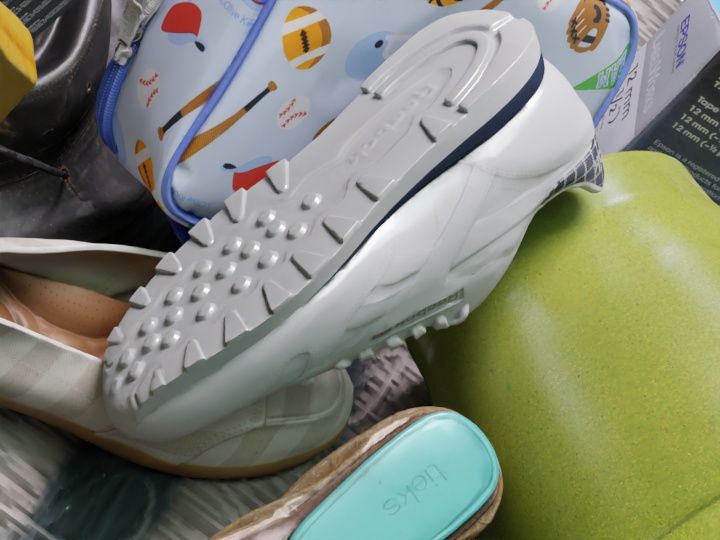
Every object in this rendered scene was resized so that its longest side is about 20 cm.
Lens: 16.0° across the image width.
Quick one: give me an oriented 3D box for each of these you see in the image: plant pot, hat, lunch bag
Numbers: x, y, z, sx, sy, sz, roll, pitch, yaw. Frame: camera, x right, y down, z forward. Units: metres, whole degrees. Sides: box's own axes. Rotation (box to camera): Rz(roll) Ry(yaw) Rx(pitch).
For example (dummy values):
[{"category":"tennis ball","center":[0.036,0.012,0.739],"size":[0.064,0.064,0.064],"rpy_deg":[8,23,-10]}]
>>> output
[{"category":"plant pot","center":[0.115,0.066,0.955],"size":[0.200,0.201,0.193],"rpy_deg":[-11,57,-37]},{"category":"hat","center":[-0.138,-0.096,0.950],"size":[0.200,0.081,0.201],"rpy_deg":[16,54,-23]},{"category":"lunch bag","center":[0.000,-0.072,0.959],"size":[0.200,0.161,0.076],"rpy_deg":[17,24,-44]}]

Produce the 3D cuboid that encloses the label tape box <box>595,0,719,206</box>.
[{"category":"label tape box","center":[0.174,-0.043,1.037],"size":[0.143,0.200,0.066],"rpy_deg":[28,45,-15]}]

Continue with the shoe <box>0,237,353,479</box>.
[{"category":"shoe","center":[-0.081,0.029,0.923],"size":[0.199,0.053,0.070],"rpy_deg":[14,57,-31]}]

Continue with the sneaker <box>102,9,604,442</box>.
[{"category":"sneaker","center":[0.000,0.000,0.891],"size":[0.081,0.200,0.076],"rpy_deg":[54,-5,-37]}]

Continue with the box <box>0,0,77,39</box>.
[{"category":"box","center":[-0.162,-0.141,0.875],"size":[0.161,0.200,0.044],"rpy_deg":[56,13,18]}]

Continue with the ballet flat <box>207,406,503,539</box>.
[{"category":"ballet flat","center":[-0.037,0.115,0.882],"size":[0.200,0.072,0.068],"rpy_deg":[-36,86,-27]}]

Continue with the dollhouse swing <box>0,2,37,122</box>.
[{"category":"dollhouse swing","center":[-0.188,0.025,0.674],"size":[0.199,0.176,0.183],"rpy_deg":[4,81,-32]}]
